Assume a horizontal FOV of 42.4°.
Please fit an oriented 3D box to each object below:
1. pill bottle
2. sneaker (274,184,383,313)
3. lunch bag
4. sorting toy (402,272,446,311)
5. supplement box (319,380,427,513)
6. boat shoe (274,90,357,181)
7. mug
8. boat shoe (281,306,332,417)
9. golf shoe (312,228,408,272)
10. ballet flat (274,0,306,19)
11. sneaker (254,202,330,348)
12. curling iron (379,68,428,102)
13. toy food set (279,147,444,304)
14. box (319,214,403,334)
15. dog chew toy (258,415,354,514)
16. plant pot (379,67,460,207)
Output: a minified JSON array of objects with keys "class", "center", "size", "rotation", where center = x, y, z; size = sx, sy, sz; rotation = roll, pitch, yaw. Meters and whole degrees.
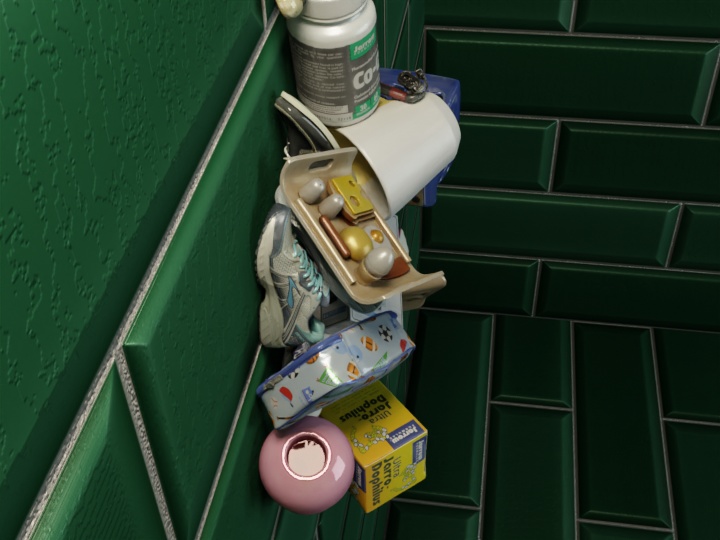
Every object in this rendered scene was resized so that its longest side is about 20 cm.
[{"class":"pill bottle","center":[-0.034,-0.290,1.179],"size":[0.200,0.113,0.113],"rotation":[84,13,-54]},{"class":"sneaker","center":[-0.032,-0.034,1.182],"size":[0.200,0.073,0.071],"rotation":[56,6,4]},{"class":"lunch bag","center":[-0.035,0.127,1.176],"size":[0.200,0.160,0.076],"rotation":[-17,74,-52]},{"class":"sorting toy","center":[0.033,0.042,1.530],"size":[0.200,0.185,0.037],"rotation":[117,-38,-76]},{"class":"supplement box","center":[-0.006,0.226,1.339],"size":[0.200,0.109,0.109],"rotation":[43,-32,39]},{"class":"boat shoe","center":[-0.064,-0.147,1.184],"size":[0.068,0.072,0.200],"rotation":[-43,146,-9]},{"class":"mug","center":[0.044,-0.187,1.294],"size":[0.187,0.153,0.149],"rotation":[53,-14,9]},{"class":"boat shoe","center":[-0.072,0.113,1.299],"size":[0.069,0.071,0.200],"rotation":[66,25,-48]},{"class":"golf shoe","center":[-0.004,-0.024,1.461],"size":[0.200,0.075,0.092],"rotation":[-6,101,-41]},{"class":"ballet flat","center":[-0.067,-0.363,1.066],"size":[0.067,0.057,0.200],"rotation":[62,28,-47]},{"class":"sneaker","center":[-0.077,0.007,1.132],"size":[0.078,0.086,0.200],"rotation":[-76,168,-54]},{"class":"curling iron","center":[0.014,-0.267,1.299],"size":[0.050,0.200,0.026],"rotation":[-51,138,-25]},{"class":"toy food set","center":[0.006,-0.059,1.114],"size":[0.143,0.060,0.200],"rotation":[-21,75,-54]},{"class":"box","center":[0.000,0.000,1.352],"size":[0.116,0.060,0.201],"rotation":[22,56,-41]},{"class":"dog chew toy","center":[-0.072,0.270,1.246],"size":[0.200,0.124,0.125],"rotation":[98,0,-66]},{"class":"plant pot","center":[0.068,-0.236,1.708],"size":[0.200,0.199,0.180],"rotation":[85,19,-52]}]
